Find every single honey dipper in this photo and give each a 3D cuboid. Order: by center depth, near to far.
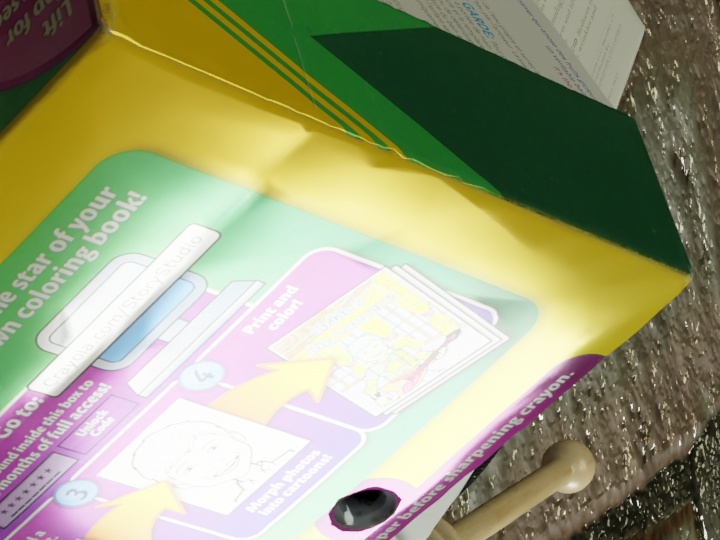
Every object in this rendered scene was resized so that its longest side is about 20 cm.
[{"bbox_3d":[0.048,0.095,1.008,0.200,0.038,0.038,-22,104,-61],"label":"honey dipper"}]

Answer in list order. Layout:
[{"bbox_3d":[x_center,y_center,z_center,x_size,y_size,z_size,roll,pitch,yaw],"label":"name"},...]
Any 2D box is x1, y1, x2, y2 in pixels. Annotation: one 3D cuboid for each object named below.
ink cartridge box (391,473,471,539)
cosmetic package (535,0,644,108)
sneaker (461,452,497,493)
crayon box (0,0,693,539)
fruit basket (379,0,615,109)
[{"bbox_3d":[-0.054,0.055,0.813,0.163,0.057,0.200,-55,140,-2],"label":"ink cartridge box"},{"bbox_3d":[0.005,-0.112,0.895,0.200,0.113,0.081,48,55,-45],"label":"cosmetic package"},{"bbox_3d":[0.030,-0.004,1.050,0.074,0.088,0.200,13,95,-19],"label":"sneaker"},{"bbox_3d":[-0.055,0.016,0.608,0.172,0.200,0.058,22,39,-38],"label":"crayon box"},{"bbox_3d":[-0.045,-0.096,0.670,0.200,0.094,0.185,15,30,-40],"label":"fruit basket"}]
